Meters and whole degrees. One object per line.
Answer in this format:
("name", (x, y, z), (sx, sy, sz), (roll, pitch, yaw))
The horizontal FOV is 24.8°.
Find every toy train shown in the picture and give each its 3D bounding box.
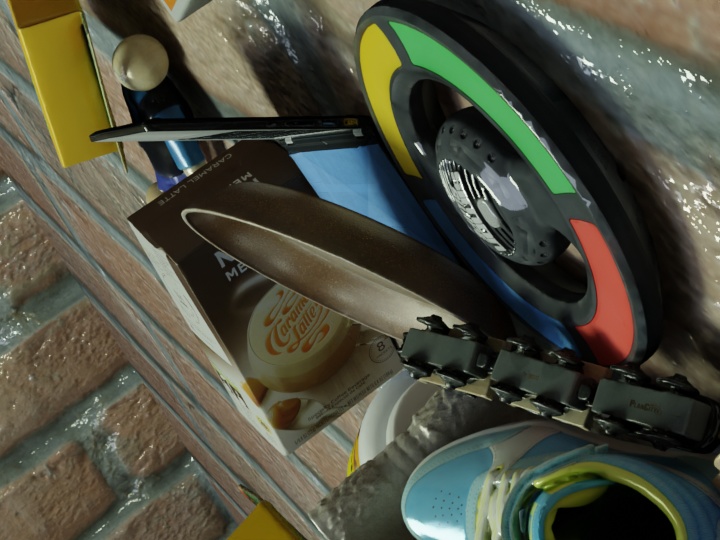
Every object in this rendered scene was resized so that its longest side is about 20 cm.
("toy train", (0.087, 0.051, 0.750), (0.046, 0.034, 0.200), (24, 173, -37))

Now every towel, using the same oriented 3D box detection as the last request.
("towel", (0.072, 0.138, 0.885), (0.200, 0.133, 0.034), (49, 176, -38))

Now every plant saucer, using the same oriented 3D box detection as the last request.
("plant saucer", (0.000, 0.000, 0.880), (0.200, 0.032, 0.200), (24, 172, 3))

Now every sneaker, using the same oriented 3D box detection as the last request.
("sneaker", (0.077, 0.106, 0.723), (0.200, 0.130, 0.080), (-4, 84, 37))

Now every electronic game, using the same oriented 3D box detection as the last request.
("electronic game", (0.063, -0.037, 0.734), (0.200, 0.042, 0.200), (50, 166, 17))

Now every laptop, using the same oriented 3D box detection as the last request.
("laptop", (-0.047, -0.032, 0.982), (0.187, 0.199, 0.116), (-174, 81, -72))

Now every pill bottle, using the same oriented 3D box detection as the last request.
("pill bottle", (0.049, 0.121, 1.042), (0.109, 0.109, 0.200), (51, 166, 10))

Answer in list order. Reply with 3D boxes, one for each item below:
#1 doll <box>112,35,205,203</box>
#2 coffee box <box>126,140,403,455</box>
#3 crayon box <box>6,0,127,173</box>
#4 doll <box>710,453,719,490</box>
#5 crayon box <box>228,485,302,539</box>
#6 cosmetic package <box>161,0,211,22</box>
("doll", (-0.149, -0.103, 1.250), (0.137, 0.048, 0.200), (57, 165, 34))
("coffee box", (-0.064, 0.019, 1.161), (0.080, 0.114, 0.200), (38, 161, 49))
("crayon box", (-0.230, -0.169, 1.238), (0.200, 0.051, 0.127), (-119, 15, -50))
("doll", (0.220, 0.137, 0.622), (0.200, 0.048, 0.136), (48, 176, 19))
("crayon box", (-0.005, 0.199, 0.864), (0.127, 0.051, 0.200), (46, 174, -26))
("cosmetic package", (-0.073, -0.191, 0.742), (0.102, 0.071, 0.200), (54, 167, -3))
